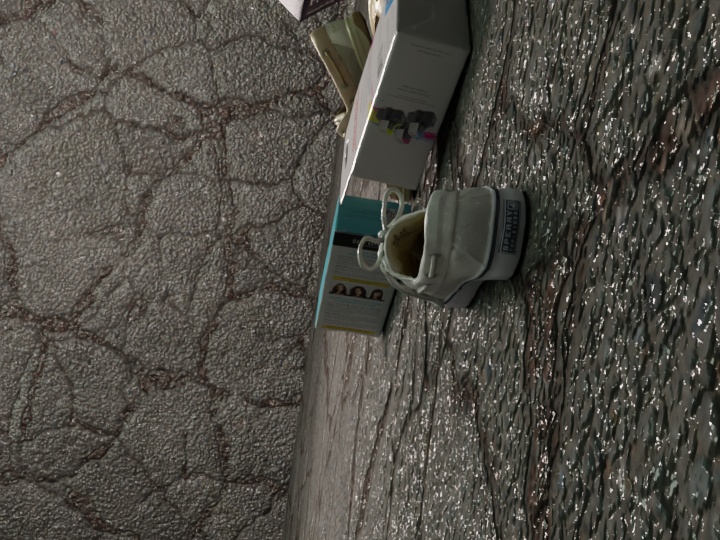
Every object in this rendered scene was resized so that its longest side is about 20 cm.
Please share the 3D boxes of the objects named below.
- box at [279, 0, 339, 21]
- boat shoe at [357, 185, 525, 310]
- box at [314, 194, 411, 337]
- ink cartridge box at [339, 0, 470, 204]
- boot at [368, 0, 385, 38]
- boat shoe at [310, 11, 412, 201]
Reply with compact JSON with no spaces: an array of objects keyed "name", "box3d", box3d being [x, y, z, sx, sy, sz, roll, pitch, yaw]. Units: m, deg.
[{"name":"box","box3d":[-0.003,-0.371,1.052,0.199,0.079,0.142,-36,-19,-28]},{"name":"boat shoe","box3d":[0.040,-0.016,0.650,0.202,0.085,0.076,149,128,-83]},{"name":"box","box3d":[0.000,0.000,1.121,0.201,0.081,0.050,105,172,-55]},{"name":"ink cartridge box","box3d":[0.037,-0.160,0.917,0.201,0.067,0.116,111,167,-45]},{"name":"boot","box3d":[0.047,-0.256,1.044,0.201,0.071,0.157,105,168,-57]},{"name":"boat shoe","box3d":[0.004,-0.161,1.044,0.072,0.064,0.203,-100,-9,-68]}]
